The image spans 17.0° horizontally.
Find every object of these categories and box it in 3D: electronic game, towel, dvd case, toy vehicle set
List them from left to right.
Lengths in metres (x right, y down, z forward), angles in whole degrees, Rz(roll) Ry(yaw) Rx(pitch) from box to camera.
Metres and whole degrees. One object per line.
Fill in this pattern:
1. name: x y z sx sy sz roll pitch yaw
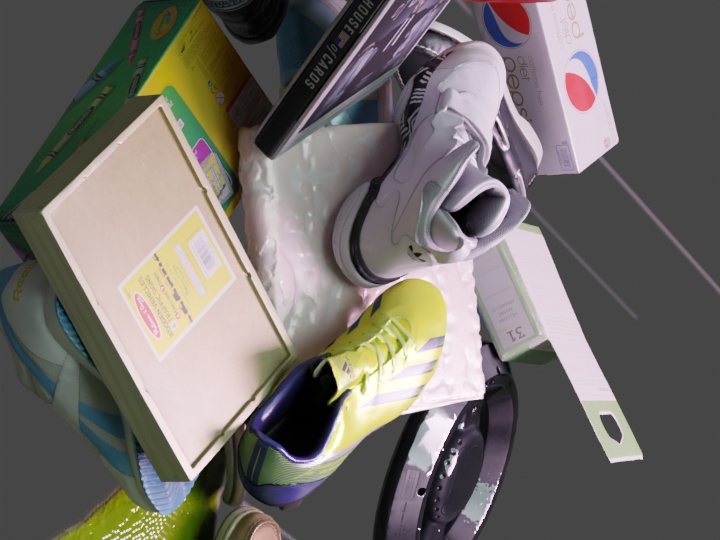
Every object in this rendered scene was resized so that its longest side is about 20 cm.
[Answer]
1. toy vehicle set: -0.120 0.011 1.460 0.124 0.026 0.201 -47 122 -39
2. towel: 0.000 0.000 1.626 0.190 0.032 0.201 -6 90 -41
3. dvd case: 0.022 -0.166 1.536 0.025 0.200 0.150 45 40 6
4. electronic game: 0.062 0.147 1.775 0.200 0.041 0.201 -49 150 -42

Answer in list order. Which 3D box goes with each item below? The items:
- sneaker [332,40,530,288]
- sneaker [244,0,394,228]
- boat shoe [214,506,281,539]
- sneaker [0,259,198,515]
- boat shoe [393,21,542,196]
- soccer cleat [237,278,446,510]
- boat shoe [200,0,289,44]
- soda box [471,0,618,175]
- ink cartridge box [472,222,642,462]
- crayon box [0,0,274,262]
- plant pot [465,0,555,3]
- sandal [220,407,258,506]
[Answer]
1. sneaker: 0.069 -0.073 1.594 0.075 0.115 0.200 47 59 -29
2. sneaker: -0.036 -0.087 1.664 0.130 0.079 0.201 -38 118 -46
3. boat shoe: -0.064 0.261 1.629 0.074 0.066 0.201 -5 98 -53
4. sneaker: -0.160 0.070 1.505 0.077 0.080 0.201 -53 132 -36
5. boat shoe: 0.078 -0.112 1.809 0.200 0.075 0.061 44 52 -41
6. soccer cleat: -0.005 0.069 1.538 0.200 0.065 0.084 -47 159 -31
7. boat shoe: -0.086 -0.254 1.619 0.091 0.070 0.201 58 30 -69
8. soda box: 0.141 -0.178 1.897 0.068 0.063 0.201 -35 117 -45
9. ink cartridge box: 0.140 0.059 1.812 0.201 0.048 0.145 68 14 9
10. crayon box: -0.138 -0.064 1.550 0.119 0.058 0.200 56 50 -35
11. plant pot: 0.051 -0.284 1.661 0.200 0.182 0.202 2 90 -73
12. sandal: -0.099 0.072 1.591 0.080 0.057 0.202 -74 160 -45
